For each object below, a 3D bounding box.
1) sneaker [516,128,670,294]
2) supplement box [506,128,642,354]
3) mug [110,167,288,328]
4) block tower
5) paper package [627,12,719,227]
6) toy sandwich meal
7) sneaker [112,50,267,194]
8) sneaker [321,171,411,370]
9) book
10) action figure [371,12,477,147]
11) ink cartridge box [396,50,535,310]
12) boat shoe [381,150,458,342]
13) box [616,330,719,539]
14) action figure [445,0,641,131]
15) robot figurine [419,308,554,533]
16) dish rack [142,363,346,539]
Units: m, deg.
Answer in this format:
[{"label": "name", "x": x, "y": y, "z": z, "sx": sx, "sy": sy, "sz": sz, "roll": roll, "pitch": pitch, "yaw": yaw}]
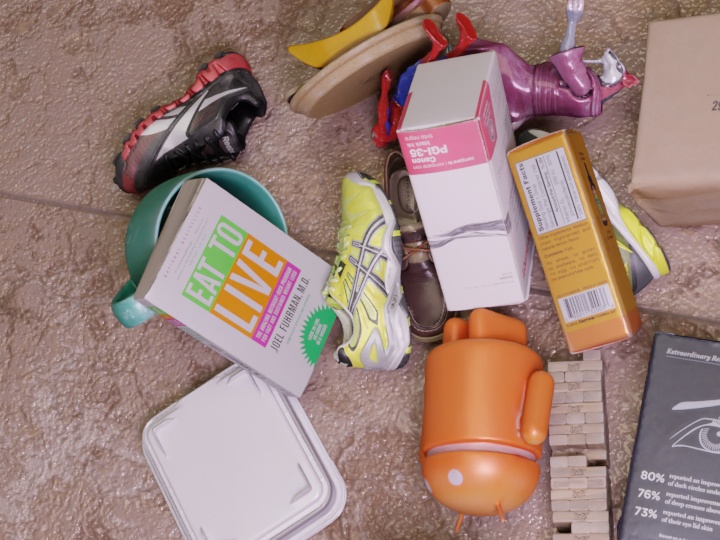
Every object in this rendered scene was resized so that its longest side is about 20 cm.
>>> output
[{"label": "sneaker", "x": 0.213, "y": -0.053, "z": 1.402, "sx": 0.085, "sy": 0.074, "sz": 0.200, "roll": -42, "pitch": 77, "yaw": 4}, {"label": "supplement box", "x": 0.202, "y": -0.029, "z": 1.345, "sx": 0.068, "sy": 0.066, "sz": 0.203, "roll": -16, "pitch": 89, "yaw": 21}, {"label": "mug", "x": -0.178, "y": -0.022, "z": 1.462, "sx": 0.114, "sy": 0.183, "sz": 0.154, "roll": -7, "pitch": 86, "yaw": 58}, {"label": "block tower", "x": 0.205, "y": 0.180, "z": 1.338, "sx": 0.057, "sy": 0.054, "sz": 0.203, "roll": -3, "pitch": 68, "yaw": 14}, {"label": "paper package", "x": 0.371, "y": -0.148, "z": 1.369, "sx": 0.198, "sy": 0.103, "sz": 0.193, "roll": -2, "pitch": 67, "yaw": 30}, {"label": "toy sandwich meal", "x": 0.003, "y": -0.234, "z": 1.483, "sx": 0.204, "sy": 0.205, "sz": 0.071, "roll": -30, "pitch": 85, "yaw": 3}, {"label": "sneaker", "x": -0.182, "y": -0.147, "z": 1.568, "sx": 0.200, "sy": 0.071, "sz": 0.098, "roll": -42, "pitch": 62, "yaw": -4}, {"label": "sneaker", "x": 0.000, "y": 0.000, "z": 1.424, "sx": 0.075, "sy": 0.075, "sz": 0.203, "roll": -6, "pitch": 80, "yaw": -16}, {"label": "book", "x": -0.114, "y": 0.020, "z": 1.409, "sx": 0.048, "sy": 0.199, "sz": 0.135, "roll": -3, "pitch": 58, "yaw": 54}, {"label": "action figure", "x": 0.053, "y": -0.187, "z": 1.463, "sx": 0.065, "sy": 0.201, "sz": 0.052, "roll": -22, "pitch": 68, "yaw": -32}, {"label": "ink cartridge box", "x": 0.105, "y": -0.083, "z": 1.365, "sx": 0.082, "sy": 0.202, "sz": 0.147, "roll": -8, "pitch": 31, "yaw": 16}, {"label": "boat shoe", "x": 0.054, "y": -0.028, "z": 1.453, "sx": 0.071, "sy": 0.072, "sz": 0.203, "roll": -11, "pitch": 67, "yaw": 12}, {"label": "box", "x": 0.320, "y": 0.172, "z": 1.279, "sx": 0.146, "sy": 0.104, "sz": 0.202, "roll": 9, "pitch": 72, "yaw": 19}, {"label": "action figure", "x": 0.183, "y": -0.181, "z": 1.442, "sx": 0.197, "sy": 0.134, "sz": 0.151, "roll": 3, "pitch": 71, "yaw": 20}, {"label": "robot figurine", "x": 0.115, "y": 0.141, "z": 1.344, "sx": 0.142, "sy": 0.117, "sz": 0.203, "roll": -2, "pitch": 69, "yaw": 16}, {"label": "dish rack", "x": -0.125, "y": 0.194, "z": 1.435, "sx": 0.171, "sy": 0.044, "sz": 0.201, "roll": -33, "pitch": 63, "yaw": 2}]
